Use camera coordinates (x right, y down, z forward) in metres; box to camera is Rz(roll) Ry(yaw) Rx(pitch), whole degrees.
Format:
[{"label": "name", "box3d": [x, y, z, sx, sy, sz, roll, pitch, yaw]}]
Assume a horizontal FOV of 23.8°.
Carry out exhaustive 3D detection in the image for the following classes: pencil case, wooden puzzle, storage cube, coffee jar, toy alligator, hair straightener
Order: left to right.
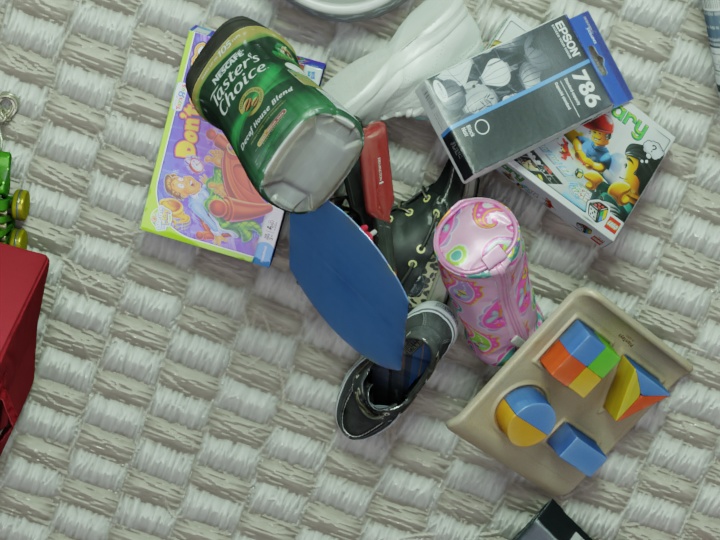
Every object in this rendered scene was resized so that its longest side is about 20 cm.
[{"label": "storage cube", "box3d": [-0.407, 0.080, 1.626, 0.198, 0.181, 0.172, 14, 128, -1]}, {"label": "toy alligator", "box3d": [-0.358, -0.072, 1.672, 0.059, 0.054, 0.202, 6, 105, 1]}, {"label": "coffee jar", "box3d": [-0.082, -0.144, 1.524, 0.085, 0.200, 0.105, 27, 106, -40]}, {"label": "hair straightener", "box3d": [0.004, -0.052, 1.593, 0.041, 0.077, 0.202, -33, 125, -31]}, {"label": "pencil case", "box3d": [0.124, 0.015, 1.601, 0.087, 0.088, 0.201, -13, 147, 6]}, {"label": "wooden puzzle", "box3d": [0.208, 0.129, 1.654, 0.200, 0.046, 0.185, -45, 129, 14]}]

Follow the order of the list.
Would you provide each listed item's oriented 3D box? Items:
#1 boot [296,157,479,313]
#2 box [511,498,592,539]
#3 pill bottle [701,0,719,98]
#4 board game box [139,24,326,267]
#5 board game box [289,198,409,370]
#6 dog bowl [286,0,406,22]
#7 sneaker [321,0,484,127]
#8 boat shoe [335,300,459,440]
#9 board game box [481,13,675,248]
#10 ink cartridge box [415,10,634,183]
[{"label": "boot", "box3d": [0.030, -0.055, 1.647, 0.152, 0.074, 0.206, 15, 104, 2]}, {"label": "box", "box3d": [0.172, 0.358, 1.707, 0.148, 0.107, 0.200, 44, 103, 8]}, {"label": "pill bottle", "box3d": [0.380, -0.206, 1.563, 0.118, 0.120, 0.202, -12, 104, 6]}, {"label": "board game box", "box3d": [-0.124, -0.119, 1.652, 0.133, 0.045, 0.202, 16, 105, 0]}, {"label": "board game box", "box3d": [0.000, 0.000, 1.570, 0.039, 0.201, 0.158, -37, 65, -23]}, {"label": "dog bowl", "box3d": [-0.015, -0.329, 1.586, 0.198, 0.059, 0.202, 1, 104, 4]}, {"label": "sneaker", "box3d": [0.036, -0.167, 1.604, 0.199, 0.075, 0.089, -39, 119, -5]}, {"label": "boat shoe", "box3d": [0.027, 0.111, 1.656, 0.070, 0.066, 0.200, 41, 129, -2]}, {"label": "board game box", "box3d": [0.185, -0.131, 1.608, 0.199, 0.035, 0.127, 35, 72, -6]}, {"label": "ink cartridge box", "box3d": [0.158, -0.166, 1.569, 0.199, 0.039, 0.100, -28, 85, -19]}]
